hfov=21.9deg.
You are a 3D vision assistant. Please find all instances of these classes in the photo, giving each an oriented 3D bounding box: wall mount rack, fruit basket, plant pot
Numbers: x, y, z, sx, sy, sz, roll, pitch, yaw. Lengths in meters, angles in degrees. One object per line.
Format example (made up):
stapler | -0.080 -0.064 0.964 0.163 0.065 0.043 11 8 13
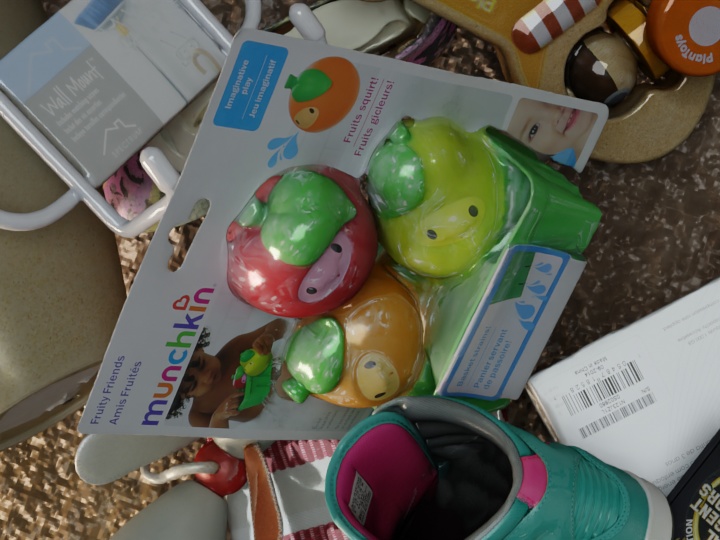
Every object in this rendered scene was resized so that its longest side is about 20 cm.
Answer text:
wall mount rack | -0.109 -0.116 0.765 0.174 0.075 0.200 47 50 -9
fruit basket | 0.000 0.000 0.773 0.094 0.200 0.186 43 117 39
plant pot | -0.188 -0.024 0.818 0.187 0.187 0.200 -31 80 2

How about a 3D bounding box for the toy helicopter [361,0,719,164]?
toy helicopter | 0.068 -0.106 0.844 0.199 0.079 0.133 22 104 -18

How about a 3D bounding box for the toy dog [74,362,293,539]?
toy dog | -0.093 0.121 0.842 0.131 0.096 0.201 7 89 15

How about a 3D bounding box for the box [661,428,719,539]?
box | 0.173 0.177 0.726 0.161 0.049 0.200 -54 48 8

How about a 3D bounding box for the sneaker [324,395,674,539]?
sneaker | 0.016 0.114 0.779 0.200 0.121 0.084 -25 48 33

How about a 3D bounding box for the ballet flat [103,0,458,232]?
ballet flat | -0.043 -0.089 0.876 0.200 0.071 0.069 -31 78 2

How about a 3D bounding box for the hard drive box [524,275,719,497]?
hard drive box | 0.187 0.103 0.843 0.155 0.077 0.201 -27 84 2

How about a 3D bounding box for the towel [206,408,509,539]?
towel | 0.008 0.113 0.885 0.144 0.023 0.201 -16 83 5
